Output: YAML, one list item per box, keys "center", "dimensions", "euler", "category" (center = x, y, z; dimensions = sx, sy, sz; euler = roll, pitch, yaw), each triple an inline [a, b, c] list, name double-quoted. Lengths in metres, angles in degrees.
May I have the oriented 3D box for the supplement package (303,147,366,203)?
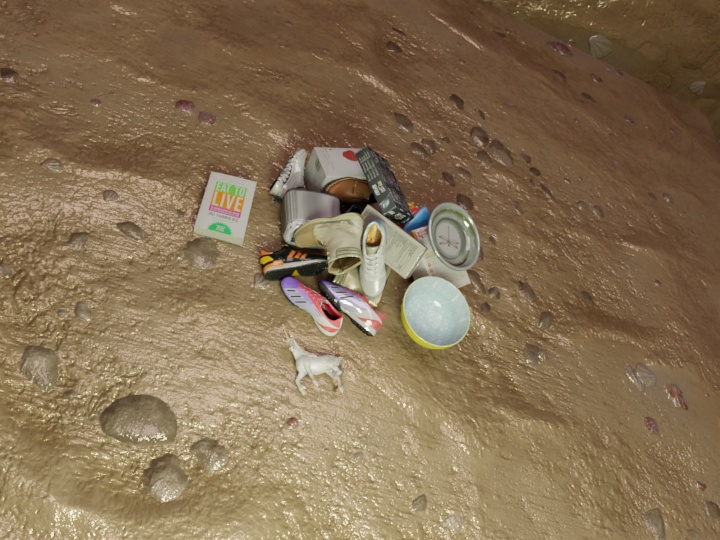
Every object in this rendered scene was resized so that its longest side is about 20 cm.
- center: [-0.055, -0.287, 1.867]
  dimensions: [0.196, 0.120, 0.123]
  euler: [-5, 57, -32]
  category: "supplement package"

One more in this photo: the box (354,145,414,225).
- center: [0.071, -0.238, 1.746]
  dimensions: [0.160, 0.043, 0.203]
  euler: [14, 49, -65]
  category: "box"

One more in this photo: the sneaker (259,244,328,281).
- center: [-0.174, -0.034, 1.642]
  dimensions: [0.196, 0.070, 0.091]
  euler: [-9, 63, -31]
  category: "sneaker"

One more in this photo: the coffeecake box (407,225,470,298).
- center: [0.218, -0.030, 1.805]
  dimensions: [0.151, 0.073, 0.204]
  euler: [-18, 87, -36]
  category: "coffeecake box"

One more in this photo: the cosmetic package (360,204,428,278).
- center: [0.077, -0.078, 1.680]
  dimensions: [0.199, 0.104, 0.087]
  euler: [39, 9, 10]
  category: "cosmetic package"

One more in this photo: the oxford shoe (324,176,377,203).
- center: [-0.011, -0.225, 1.789]
  dimensions: [0.196, 0.073, 0.071]
  euler: [-7, 37, -29]
  category: "oxford shoe"

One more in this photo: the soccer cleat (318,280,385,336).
- center: [-0.024, 0.084, 1.611]
  dimensions: [0.199, 0.068, 0.074]
  euler: [41, 79, 0]
  category: "soccer cleat"

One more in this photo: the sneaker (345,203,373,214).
- center: [-0.005, -0.159, 1.820]
  dimensions: [0.076, 0.086, 0.201]
  euler: [35, 46, 2]
  category: "sneaker"

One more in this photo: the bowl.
- center: [0.189, 0.130, 1.677]
  dimensions: [0.195, 0.108, 0.204]
  euler: [9, 61, -16]
  category: "bowl"

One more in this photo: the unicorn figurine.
- center: [-0.113, 0.228, 1.483]
  dimensions: [0.197, 0.074, 0.139]
  euler: [19, 37, -33]
  category: "unicorn figurine"

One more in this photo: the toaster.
- center: [-0.146, -0.143, 1.714]
  dimensions: [0.195, 0.114, 0.132]
  euler: [8, 54, -21]
  category: "toaster"

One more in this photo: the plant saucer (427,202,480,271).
- center: [0.259, -0.093, 1.776]
  dimensions: [0.197, 0.050, 0.205]
  euler: [12, 69, -33]
  category: "plant saucer"

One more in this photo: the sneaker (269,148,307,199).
- center: [-0.198, -0.279, 1.825]
  dimensions: [0.080, 0.075, 0.202]
  euler: [34, 52, -13]
  category: "sneaker"

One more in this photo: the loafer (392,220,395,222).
- center: [0.029, -0.095, 1.782]
  dimensions: [0.200, 0.062, 0.073]
  euler: [-42, 117, -37]
  category: "loafer"

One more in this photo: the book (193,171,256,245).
- center: [-0.363, -0.169, 1.667]
  dimensions: [0.131, 0.048, 0.203]
  euler: [14, 52, -13]
  category: "book"

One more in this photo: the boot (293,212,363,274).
- center: [-0.085, -0.059, 1.589]
  dimensions: [0.195, 0.073, 0.157]
  euler: [-13, 50, 15]
  category: "boot"

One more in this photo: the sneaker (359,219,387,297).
- center: [0.030, -0.031, 1.607]
  dimensions: [0.075, 0.206, 0.081]
  euler: [3, 3, 12]
  category: "sneaker"

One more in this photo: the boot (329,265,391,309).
- center: [0.000, 0.000, 1.707]
  dimensions: [0.153, 0.073, 0.203]
  euler: [29, 53, -11]
  category: "boot"

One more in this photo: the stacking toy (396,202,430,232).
- center: [0.121, -0.180, 1.904]
  dimensions: [0.110, 0.116, 0.200]
  euler: [-43, 59, -3]
  category: "stacking toy"

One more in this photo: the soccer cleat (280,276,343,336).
- center: [-0.122, 0.078, 1.581]
  dimensions: [0.200, 0.074, 0.068]
  euler: [44, 47, 8]
  category: "soccer cleat"
